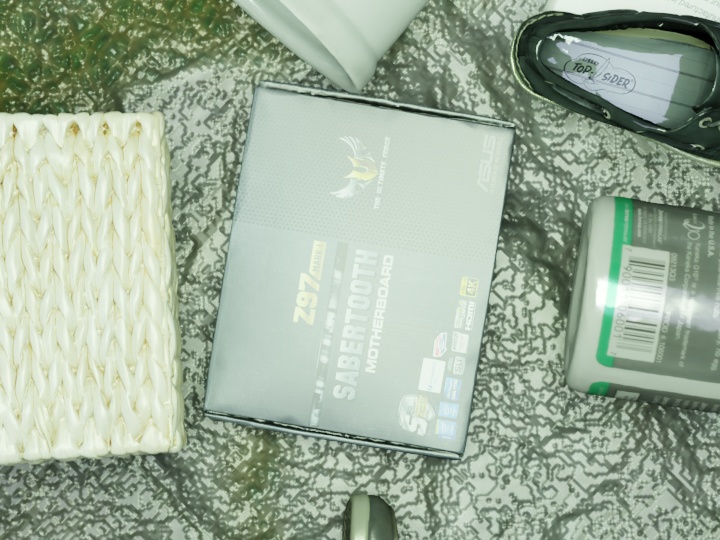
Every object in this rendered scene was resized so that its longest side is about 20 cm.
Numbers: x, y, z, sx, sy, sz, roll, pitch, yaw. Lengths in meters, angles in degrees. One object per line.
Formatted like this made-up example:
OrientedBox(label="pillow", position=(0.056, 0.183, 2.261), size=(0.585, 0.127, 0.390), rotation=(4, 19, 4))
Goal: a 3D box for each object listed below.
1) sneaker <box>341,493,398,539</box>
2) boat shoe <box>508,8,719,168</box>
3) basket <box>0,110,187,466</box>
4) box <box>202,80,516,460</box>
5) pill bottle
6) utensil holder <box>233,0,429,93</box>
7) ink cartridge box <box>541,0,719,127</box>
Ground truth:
OrientedBox(label="sneaker", position=(0.050, 0.220, 1.453), size=(0.105, 0.075, 0.202), rotation=(-11, 97, -3))
OrientedBox(label="boat shoe", position=(0.180, -0.104, 1.379), size=(0.198, 0.066, 0.075), rotation=(19, 89, 1))
OrientedBox(label="basket", position=(-0.182, 0.011, 1.401), size=(0.159, 0.198, 0.202), rotation=(-4, 87, -3))
OrientedBox(label="box", position=(0.000, 0.000, 1.468), size=(0.156, 0.051, 0.202), rotation=(10, 88, 2))
OrientedBox(label="pill bottle", position=(0.221, 0.027, 1.425), size=(0.198, 0.113, 0.114), rotation=(9, 88, 1))
OrientedBox(label="utensil holder", position=(0.000, -0.231, 1.422), size=(0.170, 0.170, 0.200), rotation=(41, 86, 2))
OrientedBox(label="ink cartridge box", position=(0.197, -0.181, 1.455), size=(0.143, 0.084, 0.201), rotation=(25, 88, 1))
